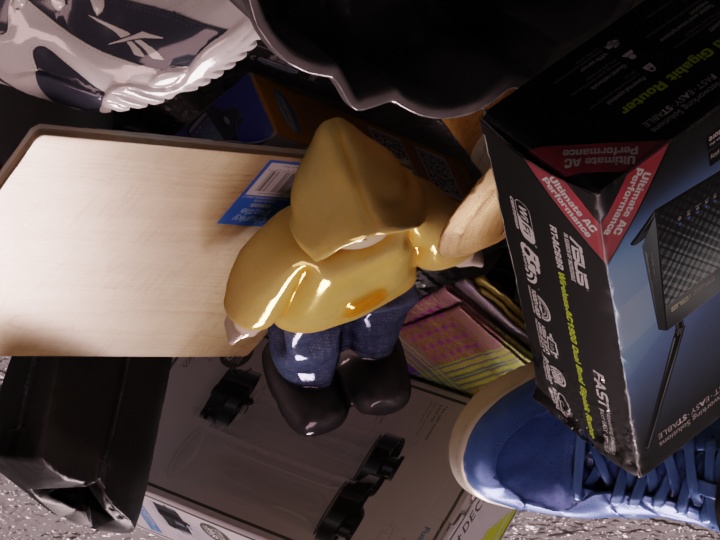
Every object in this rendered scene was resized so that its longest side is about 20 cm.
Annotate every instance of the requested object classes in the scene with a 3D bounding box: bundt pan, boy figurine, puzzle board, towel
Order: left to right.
[{"bbox_3d":[-0.092,-0.010,0.874,0.199,0.017,0.151,2,142,-42],"label":"puzzle board"},{"bbox_3d":[0.000,0.000,0.883,0.124,0.065,0.200,-14,154,-14],"label":"boy figurine"},{"bbox_3d":[0.017,-0.158,0.674,0.202,0.202,0.076,33,179,-37],"label":"bundt pan"},{"bbox_3d":[0.057,0.067,1.035,0.144,0.023,0.200,39,153,-14],"label":"towel"}]

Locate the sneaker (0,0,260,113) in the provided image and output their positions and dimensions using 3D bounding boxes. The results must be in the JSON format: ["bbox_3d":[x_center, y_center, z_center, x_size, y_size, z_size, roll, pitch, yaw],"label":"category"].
[{"bbox_3d":[-0.137,-0.125,0.750,0.198,0.080,0.130,8,161,22],"label":"sneaker"}]

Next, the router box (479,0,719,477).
[{"bbox_3d":[0.145,-0.040,0.725,0.062,0.200,0.150,40,157,39],"label":"router box"}]

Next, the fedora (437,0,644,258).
[{"bbox_3d":[0.082,-0.093,0.800,0.082,0.200,0.201,46,147,7],"label":"fedora"}]

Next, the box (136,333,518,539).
[{"bbox_3d":[-0.023,0.106,1.033,0.199,0.117,0.060,16,149,29],"label":"box"}]

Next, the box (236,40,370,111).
[{"bbox_3d":[-0.053,-0.152,0.815,0.199,0.048,0.158,17,149,-16],"label":"box"}]

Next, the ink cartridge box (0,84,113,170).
[{"bbox_3d":[-0.236,-0.069,0.925,0.199,0.084,0.145,-2,166,19],"label":"ink cartridge box"}]

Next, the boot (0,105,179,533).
[{"bbox_3d":[-0.101,0.038,0.999,0.066,0.201,0.165,-19,141,38],"label":"boot"}]

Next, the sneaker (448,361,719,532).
[{"bbox_3d":[0.148,0.087,0.906,0.199,0.077,0.111,2,-166,-21],"label":"sneaker"}]

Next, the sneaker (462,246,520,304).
[{"bbox_3d":[0.076,0.060,1.115,0.074,0.079,0.200,25,153,13],"label":"sneaker"}]

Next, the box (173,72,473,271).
[{"bbox_3d":[-0.041,-0.028,0.943,0.119,0.042,0.200,-37,148,24],"label":"box"}]
